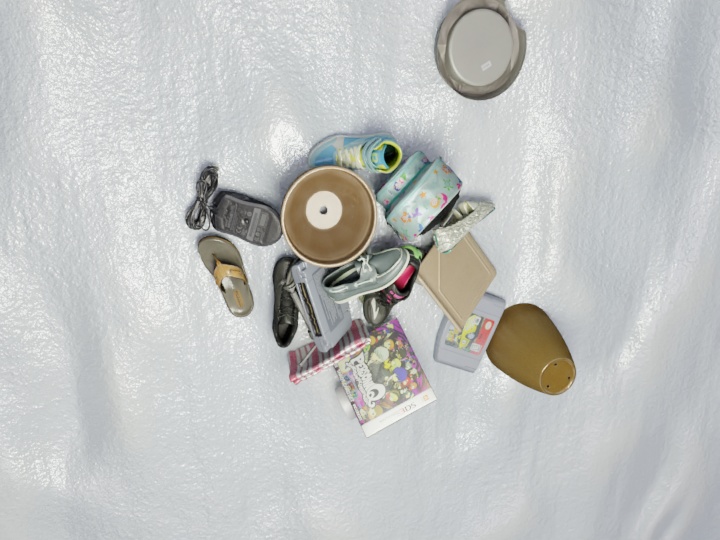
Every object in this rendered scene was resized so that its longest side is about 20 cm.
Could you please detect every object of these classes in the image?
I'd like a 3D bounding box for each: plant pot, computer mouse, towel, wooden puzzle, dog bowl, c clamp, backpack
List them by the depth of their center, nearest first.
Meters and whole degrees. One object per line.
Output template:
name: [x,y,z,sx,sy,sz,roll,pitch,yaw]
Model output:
plant pot: [-0.069,-0.116,1.202,0.195,0.093,0.206,-3,105,-11]
dog bowl: [0.240,-0.456,1.202,0.195,0.059,0.205,-4,110,-11]
backpack: [0.121,-0.151,1.203,0.150,0.200,0.178,44,96,-7]
computer mouse: [-0.249,-0.121,1.210,0.196,0.053,0.141,23,108,-8]
c clamp: [-0.112,0.071,1.259,0.027,0.171,0.204,-3,118,36]
towel: [-0.072,0.173,1.297,0.197,0.146,0.030,-28,105,-2]
wooden puzzle: [0.215,0.006,1.324,0.186,0.037,0.201,49,60,-23]
plant pot: [0.418,0.204,1.393,0.181,0.200,0.191,-4,110,-10]

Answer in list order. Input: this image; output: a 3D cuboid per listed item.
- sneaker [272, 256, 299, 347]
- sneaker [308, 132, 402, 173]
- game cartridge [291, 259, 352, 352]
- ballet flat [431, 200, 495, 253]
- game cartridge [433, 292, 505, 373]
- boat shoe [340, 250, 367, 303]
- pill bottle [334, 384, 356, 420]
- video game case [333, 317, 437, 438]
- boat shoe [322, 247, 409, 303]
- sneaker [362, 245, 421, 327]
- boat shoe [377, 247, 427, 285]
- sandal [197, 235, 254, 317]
sneaker: [-0.157,0.073,1.272,0.074,0.091,0.205,0,107,-6]
sneaker: [-0.006,-0.232,1.183,0.195,0.131,0.081,-15,112,-6]
game cartridge: [-0.078,0.055,1.268,0.040,0.133,0.205,-3,112,34]
ballet flat: [0.225,-0.114,1.277,0.199,0.071,0.073,-40,118,-33]
game cartridge: [0.258,0.144,1.424,0.130,0.041,0.204,18,104,-14]
boat shoe: [0.000,0.000,1.297,0.072,0.063,0.202,-32,113,-4]
pill bottle: [0.043,0.263,1.373,0.197,0.112,0.113,-31,113,-1]
video game case: [0.048,0.237,1.302,0.178,0.036,0.203,-26,77,-1]
boat shoe: [0.008,0.004,1.204,0.197,0.074,0.062,-27,139,22]
sneaker: [0.062,0.040,1.239,0.075,0.084,0.203,24,113,-12]
boat shoe: [0.121,-0.015,1.324,0.197,0.072,0.074,22,98,-29]
sandal: [-0.281,0.019,1.241,0.080,0.055,0.204,-16,115,-2]
